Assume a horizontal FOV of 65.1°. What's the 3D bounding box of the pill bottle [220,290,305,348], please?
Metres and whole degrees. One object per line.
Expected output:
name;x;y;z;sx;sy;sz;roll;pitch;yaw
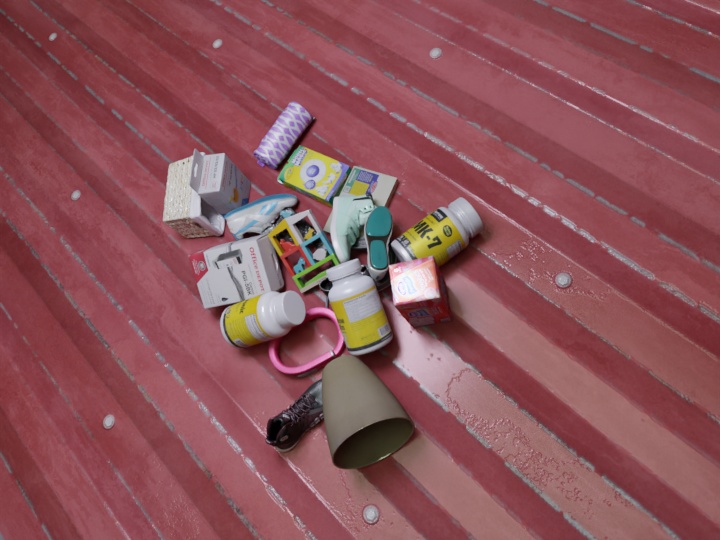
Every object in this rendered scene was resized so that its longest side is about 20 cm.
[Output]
pill bottle;-0.232;0.114;1.356;0.199;0.111;0.112;-19;64;31

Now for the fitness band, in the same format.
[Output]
fitness band;-0.130;0.173;1.374;0.199;0.037;0.144;-27;64;5

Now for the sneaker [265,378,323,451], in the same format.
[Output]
sneaker;-0.140;0.324;1.276;0.075;0.116;0.200;35;83;25

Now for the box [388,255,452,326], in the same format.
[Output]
box;0.135;0.052;1.247;0.102;0.200;0.095;-12;69;13

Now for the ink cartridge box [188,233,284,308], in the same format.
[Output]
ink cartridge box;-0.313;0.002;1.428;0.198;0.083;0.148;-12;100;18

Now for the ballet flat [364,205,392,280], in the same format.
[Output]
ballet flat;0.040;-0.063;1.337;0.069;0.070;0.201;-8;52;14

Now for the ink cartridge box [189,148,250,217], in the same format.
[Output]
ink cartridge box;-0.372;-0.232;1.511;0.067;0.200;0.116;-4;69;15

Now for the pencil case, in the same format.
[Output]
pencil case;-0.218;-0.381;1.590;0.201;0.084;0.085;-55;30;-10

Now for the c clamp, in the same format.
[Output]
c clamp;0.000;0.000;1.403;0.198;0.027;0.172;-9;77;17

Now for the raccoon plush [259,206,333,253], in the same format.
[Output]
raccoon plush;-0.179;-0.072;1.443;0.134;0.097;0.200;-50;53;2

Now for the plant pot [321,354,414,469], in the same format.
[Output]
plant pot;-0.009;0.290;1.227;0.186;0.188;0.201;-31;52;4

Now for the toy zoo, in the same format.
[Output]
toy zoo;-0.143;-0.060;1.401;0.131;0.020;0.201;-29;95;20

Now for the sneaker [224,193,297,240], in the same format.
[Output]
sneaker;-0.260;-0.149;1.520;0.199;0.081;0.077;-23;19;-9

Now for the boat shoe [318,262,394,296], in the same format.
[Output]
boat shoe;-0.005;0.023;1.354;0.198;0.057;0.067;-15;75;16

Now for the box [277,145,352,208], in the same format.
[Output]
box;-0.131;-0.262;1.535;0.199;0.048;0.118;26;79;25

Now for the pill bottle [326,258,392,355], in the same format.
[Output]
pill bottle;-0.007;0.081;1.287;0.111;0.112;0.202;-19;96;9

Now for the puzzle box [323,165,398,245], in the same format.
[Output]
puzzle box;0.002;-0.168;1.469;0.132;0.025;0.201;20;77;23

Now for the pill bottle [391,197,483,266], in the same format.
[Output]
pill bottle;0.181;-0.076;1.329;0.199;0.114;0.115;-36;64;-3

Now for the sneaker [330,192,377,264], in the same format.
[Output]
sneaker;-0.008;-0.110;1.383;0.117;0.074;0.202;-9;56;13

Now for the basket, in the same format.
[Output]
basket;-0.457;-0.201;1.564;0.122;0.136;0.202;-9;67;16
